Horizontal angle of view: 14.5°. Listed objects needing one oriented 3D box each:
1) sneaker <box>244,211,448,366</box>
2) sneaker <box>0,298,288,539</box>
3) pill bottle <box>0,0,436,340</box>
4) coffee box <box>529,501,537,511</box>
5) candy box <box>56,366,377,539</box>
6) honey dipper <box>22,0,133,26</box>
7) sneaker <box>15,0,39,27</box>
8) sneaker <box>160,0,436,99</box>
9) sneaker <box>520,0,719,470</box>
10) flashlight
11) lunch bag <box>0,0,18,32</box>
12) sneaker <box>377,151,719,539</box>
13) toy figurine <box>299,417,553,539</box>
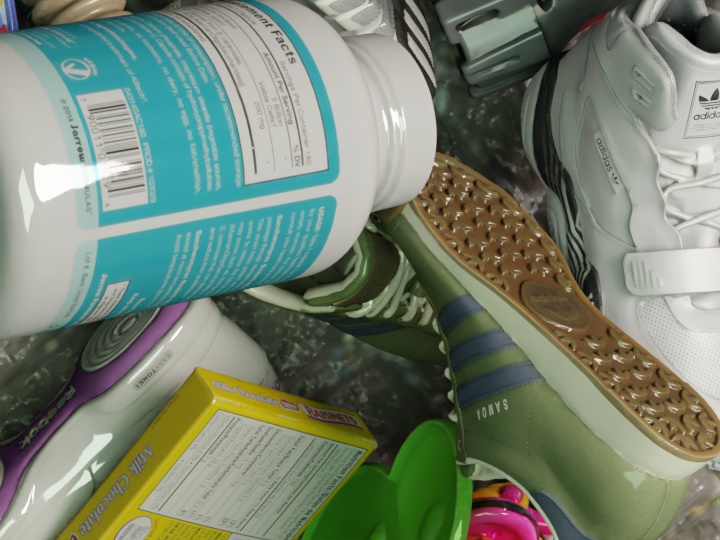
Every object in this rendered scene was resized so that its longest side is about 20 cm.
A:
[{"bbox_3d":[0.000,0.000,1.212,0.200,0.090,0.067,23,98,-13],"label":"sneaker"},{"bbox_3d":[-0.114,0.099,1.236,0.200,0.075,0.100,-44,119,10],"label":"sneaker"},{"bbox_3d":[-0.070,-0.043,1.069,0.199,0.111,0.111,-11,107,-35],"label":"pill bottle"},{"bbox_3d":[0.146,0.034,1.245,0.200,0.044,0.123,-31,143,-1],"label":"coffee box"},{"bbox_3d":[-0.089,0.128,1.224,0.102,0.026,0.200,18,119,-47],"label":"candy box"},{"bbox_3d":[-0.152,-0.175,1.148,0.038,0.038,0.200,-29,80,0],"label":"honey dipper"},{"bbox_3d":[-0.098,-0.196,1.176,0.080,0.071,0.200,35,103,5],"label":"sneaker"},{"bbox_3d":[-0.053,-0.117,1.142,0.115,0.075,0.200,-16,139,15],"label":"sneaker"},{"bbox_3d":[0.130,-0.026,1.132,0.075,0.115,0.201,-6,61,-25],"label":"sneaker"},{"bbox_3d":[0.131,-0.133,1.226,0.199,0.068,0.068,-24,109,3],"label":"flashlight"},{"bbox_3d":[-0.232,-0.085,1.088,0.199,0.082,0.162,-3,85,-25],"label":"lunch bag"},{"bbox_3d":[0.056,0.042,1.124,0.067,0.200,0.090,1,126,-42],"label":"sneaker"},{"bbox_3d":[0.082,0.157,1.243,0.183,0.150,0.200,12,132,-21],"label":"toy figurine"}]
